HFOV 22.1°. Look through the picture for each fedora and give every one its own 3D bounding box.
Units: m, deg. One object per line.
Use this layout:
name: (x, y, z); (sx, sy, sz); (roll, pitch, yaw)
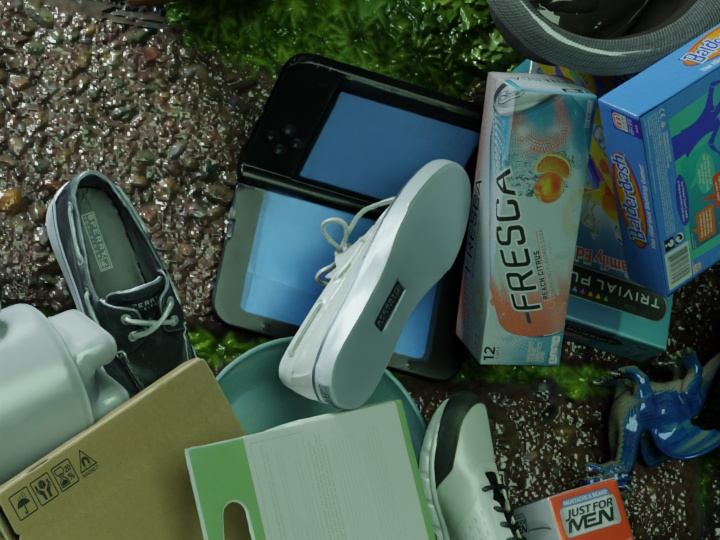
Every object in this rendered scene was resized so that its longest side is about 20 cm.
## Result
fedora: (0.169, -0.212, 1.326); (0.199, 0.090, 0.178); (-26, 80, -19)

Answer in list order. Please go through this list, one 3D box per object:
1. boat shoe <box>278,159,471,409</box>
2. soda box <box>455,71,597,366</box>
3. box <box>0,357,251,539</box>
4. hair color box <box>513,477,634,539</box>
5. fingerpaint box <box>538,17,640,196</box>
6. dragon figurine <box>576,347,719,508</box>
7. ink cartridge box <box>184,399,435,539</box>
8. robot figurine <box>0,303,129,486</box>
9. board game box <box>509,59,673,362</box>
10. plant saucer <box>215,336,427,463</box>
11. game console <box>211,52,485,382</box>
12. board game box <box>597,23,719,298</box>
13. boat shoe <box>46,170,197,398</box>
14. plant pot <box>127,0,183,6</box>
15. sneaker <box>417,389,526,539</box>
boat shoe: (0.002, 0.004, 1.292); (0.075, 0.085, 0.203); (50, 60, -45)
soda box: (0.116, -0.035, 1.311); (0.063, 0.068, 0.202); (1, 107, -15)
box: (-0.129, 0.169, 1.175); (0.200, 0.021, 0.165); (-34, 98, -47)
hair color box: (0.161, 0.259, 1.308); (0.063, 0.111, 0.202); (-13, 81, -25)
fingerpaint box: (0.255, -0.126, 1.418); (0.166, 0.073, 0.201); (-29, 86, -23)
dragon figurine: (0.239, 0.116, 1.407); (0.198, 0.059, 0.100); (-14, 81, -24)
ink cartridge box: (-0.036, 0.173, 1.216); (0.199, 0.048, 0.147); (-8, 83, -43)
robot figurine: (-0.250, 0.095, 1.190); (0.199, 0.113, 0.171); (-24, 116, -26)
board game box: (0.176, -0.048, 1.434); (0.150, 0.047, 0.202); (16, 70, -16)
plant saucer: (-0.039, 0.148, 1.293); (0.198, 0.036, 0.202); (7, 75, -26)
game console: (0.012, -0.036, 1.333); (0.198, 0.177, 0.117); (15, 42, -17)
board game box: (0.263, -0.096, 1.304); (0.199, 0.045, 0.153); (-31, 127, -23)
boat shoe: (-0.155, 0.026, 1.270); (0.071, 0.068, 0.202); (-20, 85, -25)
plant pot: (-0.110, -0.270, 1.314); (0.198, 0.200, 0.142); (-13, 97, -24)
sneaker: (0.089, 0.185, 1.299); (0.073, 0.079, 0.202); (-1, 86, -57)
